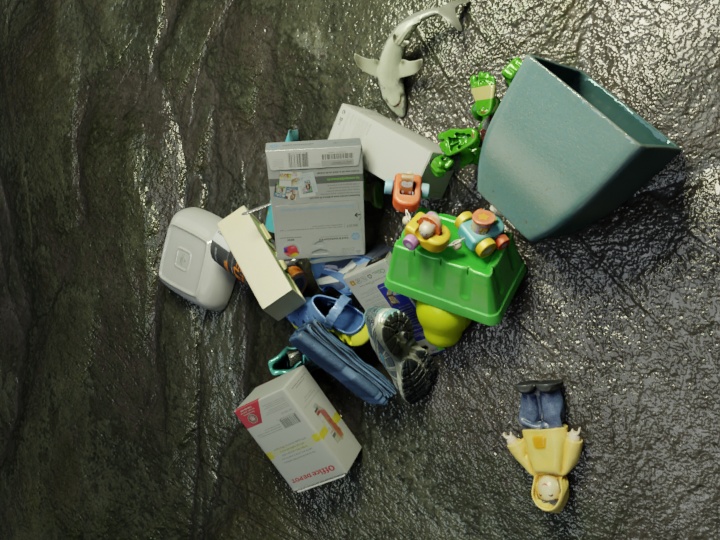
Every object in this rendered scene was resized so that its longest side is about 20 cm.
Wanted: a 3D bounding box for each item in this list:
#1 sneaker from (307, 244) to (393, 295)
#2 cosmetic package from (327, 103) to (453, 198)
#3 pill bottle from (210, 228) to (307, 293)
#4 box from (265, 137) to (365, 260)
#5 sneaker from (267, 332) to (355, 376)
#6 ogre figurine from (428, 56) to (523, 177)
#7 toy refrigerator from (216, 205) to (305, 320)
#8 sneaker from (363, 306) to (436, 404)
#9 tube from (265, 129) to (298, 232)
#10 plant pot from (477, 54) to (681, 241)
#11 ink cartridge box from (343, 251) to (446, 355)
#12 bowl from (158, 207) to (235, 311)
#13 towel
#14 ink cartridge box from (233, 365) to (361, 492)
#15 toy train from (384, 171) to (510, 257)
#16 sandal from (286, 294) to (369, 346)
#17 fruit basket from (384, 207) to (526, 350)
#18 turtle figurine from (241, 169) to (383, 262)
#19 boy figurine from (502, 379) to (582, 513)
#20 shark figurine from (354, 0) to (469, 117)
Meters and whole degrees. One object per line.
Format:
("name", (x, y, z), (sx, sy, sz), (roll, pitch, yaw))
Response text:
("sneaker", (0.000, 0.000, 1.216), (0.199, 0.074, 0.083), (0, 107, 30))
("cosmetic package", (0.054, -0.203, 1.145), (0.200, 0.107, 0.085), (36, 112, 29))
("pill bottle", (-0.195, -0.015, 1.328), (0.200, 0.106, 0.107), (33, 110, 29))
("box", (-0.072, -0.116, 1.125), (0.155, 0.041, 0.201), (-4, 121, -2))
("sneaker", (-0.095, 0.159, 1.276), (0.200, 0.091, 0.078), (-33, 73, 31))
("ogre figurine", (0.196, -0.224, 1.037), (0.098, 0.120, 0.201), (30, 108, 33))
("toy refrigerator", (-0.177, -0.016, 1.221), (0.070, 0.076, 0.200), (-34, 64, 2))
("sneaker", (0.065, 0.138, 1.154), (0.086, 0.077, 0.201), (24, 141, 53))
("tube", (-0.145, -0.173, 1.312), (0.050, 0.077, 0.201), (12, 104, -1))
("plant pot", (0.282, -0.151, 0.946), (0.196, 0.196, 0.200), (48, 123, 23))
("ink cartridge box", (0.063, 0.068, 1.167), (0.094, 0.037, 0.200), (-23, 108, 33))
("bowl", (-0.358, -0.026, 1.461), (0.199, 0.075, 0.201), (26, 105, 30))
("towel", (-0.032, 0.163, 1.191), (0.200, 0.049, 0.112), (39, 161, -8))
("ink cartridge box", (-0.115, 0.298, 1.263), (0.145, 0.083, 0.200), (-29, 100, 33))
("toy train", (0.129, -0.094, 0.994), (0.199, 0.056, 0.151), (9, 55, 4))
("sandal", (-0.065, 0.073, 1.224), (0.199, 0.087, 0.080), (6, 52, 40))
("fruit basket", (0.148, 0.023, 1.083), (0.215, 0.156, 0.216), (25, 149, 16))
("turtle figurine", (-0.067, -0.109, 1.213), (0.193, 0.200, 0.144), (-11, 118, 30))
("boy figurine", (0.280, 0.271, 1.041), (0.124, 0.064, 0.201), (-5, 86, 32))
("shark figurine", (0.078, -0.385, 1.140), (0.128, 0.090, 0.215), (32, 123, -7))
